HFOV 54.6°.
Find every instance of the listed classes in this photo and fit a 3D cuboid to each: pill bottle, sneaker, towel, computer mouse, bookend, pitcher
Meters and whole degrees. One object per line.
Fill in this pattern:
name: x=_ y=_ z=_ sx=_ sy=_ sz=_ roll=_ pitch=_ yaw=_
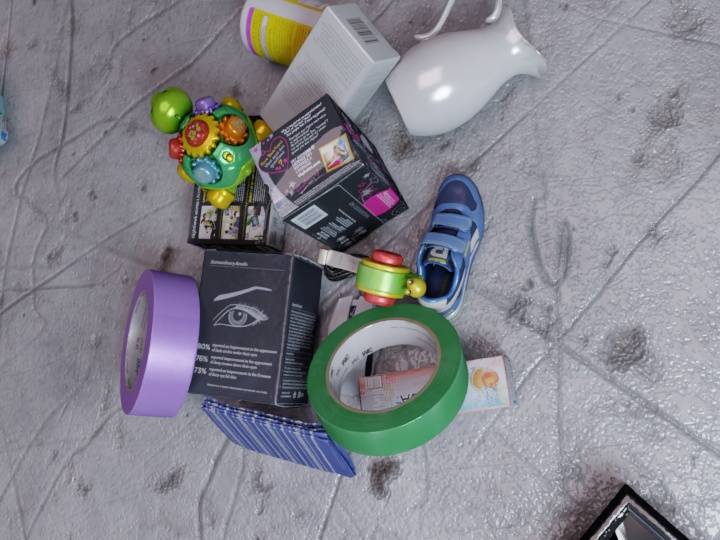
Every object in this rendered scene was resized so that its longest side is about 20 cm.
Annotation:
pill bottle: x=-0.077 y=-0.351 z=1.044 sx=0.198 sy=0.104 sz=0.106 roll=26 pitch=90 yaw=22
sneaker: x=0.118 y=-0.034 z=0.928 sx=0.073 sy=0.082 sz=0.204 roll=6 pitch=82 yaw=23
towel: x=-0.107 y=0.225 z=0.943 sx=0.196 sy=0.146 sz=0.024 roll=9 pitch=57 yaw=22
computer mouse: x=-0.009 y=0.074 z=0.978 sx=0.107 sy=0.044 sz=0.204 roll=2 pitch=81 yaw=20
bookend: x=0.314 y=0.388 z=0.776 sx=0.198 sy=0.092 sz=0.201 roll=41 pitch=97 yaw=21
pitcher: x=0.126 y=-0.291 z=0.945 sx=0.197 sy=0.121 sz=0.174 roll=-27 pitch=86 yaw=8

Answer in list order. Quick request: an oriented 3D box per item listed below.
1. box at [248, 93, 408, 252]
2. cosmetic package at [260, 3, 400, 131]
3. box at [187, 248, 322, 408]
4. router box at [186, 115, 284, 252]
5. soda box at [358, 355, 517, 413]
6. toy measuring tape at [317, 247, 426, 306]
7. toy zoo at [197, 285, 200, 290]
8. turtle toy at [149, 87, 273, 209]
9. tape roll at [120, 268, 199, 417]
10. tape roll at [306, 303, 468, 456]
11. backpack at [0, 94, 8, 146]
box: x=-0.038 y=-0.122 z=0.938 sx=0.131 sy=0.200 sz=0.116 roll=-31 pitch=70 yaw=12
cosmetic package: x=-0.046 y=-0.252 z=0.960 sx=0.102 sy=0.071 sz=0.200 roll=51 pitch=130 yaw=8
box: x=-0.145 y=0.079 z=0.973 sx=0.145 sy=0.104 sz=0.204 roll=4 pitch=82 yaw=21
router box: x=-0.183 y=-0.134 z=1.074 sx=0.146 sy=0.051 sz=0.204 roll=3 pitch=81 yaw=23
soda box: x=0.099 y=0.158 z=0.909 sx=0.196 sy=0.068 sz=0.065 roll=-11 pitch=77 yaw=19
toy measuring tape: x=0.000 y=0.000 z=0.914 sx=0.198 sy=0.073 sz=0.075 roll=18 pitch=87 yaw=38
toy zoo: x=-0.201 y=0.097 z=1.058 sx=0.196 sy=0.020 sz=0.134 roll=8 pitch=84 yaw=21
turtle toy: x=-0.228 y=-0.195 z=1.020 sx=0.199 sy=0.101 sz=0.147 roll=37 pitch=94 yaw=25
tape roll: x=-0.287 y=0.103 z=0.989 sx=0.199 sy=0.065 sz=0.204 roll=-30 pitch=56 yaw=57
tape roll: x=0.033 y=0.129 z=0.860 sx=0.196 sy=0.049 sz=0.202 roll=-13 pitch=39 yaw=11
backpack: x=-0.744 y=-0.299 z=1.260 sx=0.175 sy=0.150 sz=0.204 roll=-19 pitch=82 yaw=14
